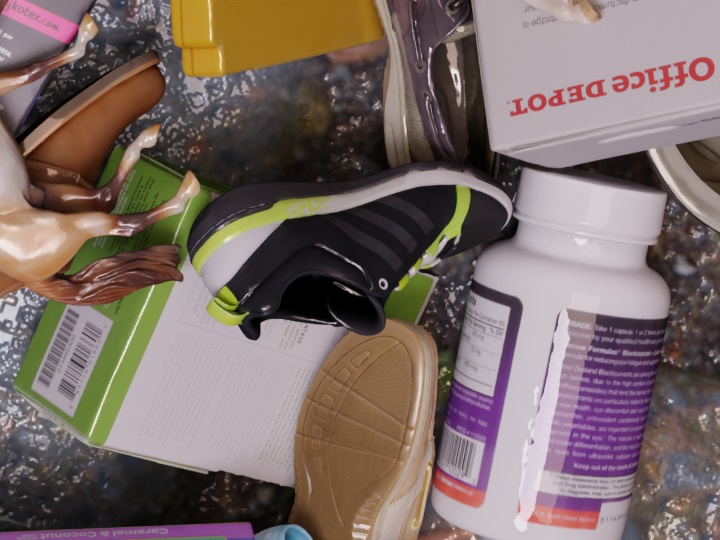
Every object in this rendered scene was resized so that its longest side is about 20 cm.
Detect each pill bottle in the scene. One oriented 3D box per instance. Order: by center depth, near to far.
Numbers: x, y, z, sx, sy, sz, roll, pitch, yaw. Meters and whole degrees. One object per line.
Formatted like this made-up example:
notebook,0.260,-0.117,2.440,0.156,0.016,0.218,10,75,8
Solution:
pill bottle,0.110,0.046,1.333,0.111,0.111,0.201,9,98,-11

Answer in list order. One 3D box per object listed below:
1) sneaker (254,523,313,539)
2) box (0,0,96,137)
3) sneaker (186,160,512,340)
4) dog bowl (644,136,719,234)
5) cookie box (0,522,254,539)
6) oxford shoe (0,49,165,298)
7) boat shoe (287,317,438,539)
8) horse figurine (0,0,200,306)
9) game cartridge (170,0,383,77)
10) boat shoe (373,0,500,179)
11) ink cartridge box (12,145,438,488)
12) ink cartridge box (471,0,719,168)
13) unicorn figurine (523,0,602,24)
sneaker,-0.058,0.169,1.313,0.199,0.074,0.082,13,108,19
box,-0.176,-0.178,1.239,0.106,0.122,0.200,32,93,-11
sneaker,0.000,0.000,1.248,0.200,0.072,0.083,-9,61,-32
dog bowl,0.238,-0.114,1.348,0.199,0.074,0.201,-2,101,-9
cookie box,-0.140,0.233,1.243,0.171,0.075,0.201,0,121,-11
oxford shoe,-0.164,-0.035,1.241,0.071,0.071,0.200,45,72,-6
boat shoe,0.006,0.112,1.338,0.074,0.069,0.200,28,115,25
horse figurine,-0.166,-0.056,1.175,0.132,0.050,0.200,-34,102,-2
game cartridge,-0.043,-0.195,1.231,0.032,0.200,0.177,3,101,26
boat shoe,0.048,-0.136,1.304,0.072,0.065,0.201,-15,108,-42
ink cartridge box,-0.071,0.034,1.326,0.200,0.076,0.148,19,96,-46
ink cartridge box,0.136,-0.164,1.256,0.146,0.084,0.201,-10,81,26
unicorn figurine,0.084,-0.194,1.206,0.200,0.074,0.137,-42,66,0
